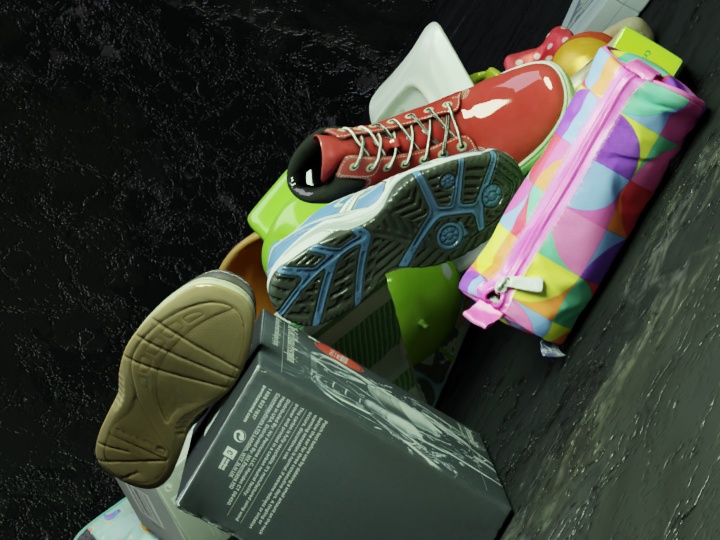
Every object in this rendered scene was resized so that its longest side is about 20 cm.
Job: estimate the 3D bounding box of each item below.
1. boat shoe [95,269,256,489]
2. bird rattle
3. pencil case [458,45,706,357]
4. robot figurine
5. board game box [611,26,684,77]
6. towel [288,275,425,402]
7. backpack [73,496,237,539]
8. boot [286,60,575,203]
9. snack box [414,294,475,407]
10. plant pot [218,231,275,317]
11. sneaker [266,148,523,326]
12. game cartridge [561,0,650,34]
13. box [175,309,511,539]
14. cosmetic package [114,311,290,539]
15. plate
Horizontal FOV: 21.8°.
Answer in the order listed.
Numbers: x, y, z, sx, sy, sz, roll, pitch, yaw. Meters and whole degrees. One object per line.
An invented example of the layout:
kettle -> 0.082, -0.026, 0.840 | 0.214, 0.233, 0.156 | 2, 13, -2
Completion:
boat shoe -> -0.116, 0.061, 1.196 | 0.065, 0.071, 0.201 | -73, 8, -47
bird rattle -> 0.174, -0.145, 1.507 | 0.163, 0.113, 0.200 | -30, 4, 40
pencil case -> 0.142, -0.045, 1.209 | 0.201, 0.088, 0.088 | -60, 6, 7
robot figurine -> 0.000, 0.000, 1.508 | 0.116, 0.200, 0.175 | -47, -29, -1
board game box -> 0.154, -0.070, 1.302 | 0.201, 0.047, 0.102 | -59, -7, 10
towel -> -0.020, 0.104, 1.394 | 0.152, 0.023, 0.201 | -38, -42, -20
backpack -> -0.114, 0.239, 1.542 | 0.200, 0.176, 0.153 | -44, 41, -18
boot -> 0.047, -0.095, 1.342 | 0.199, 0.073, 0.144 | -28, -20, 32
snack box -> 0.050, 0.080, 1.606 | 0.201, 0.037, 0.116 | -64, 7, -30
plant pot -> -0.015, 0.022, 1.801 | 0.201, 0.200, 0.183 | -56, -8, 32
sneaker -> 0.019, -0.037, 1.315 | 0.199, 0.076, 0.077 | -24, 26, -4
game cartridge -> 0.230, -0.251, 1.676 | 0.200, 0.041, 0.134 | -50, 16, 60
box -> -0.012, 0.127, 1.213 | 0.105, 0.181, 0.200 | -58, 7, 6
cosmetic package -> -0.089, 0.121, 1.447 | 0.199, 0.091, 0.107 | -34, 25, -20
plate -> 0.070, -0.077, 1.493 | 0.032, 0.201, 0.200 | -26, -5, -18
